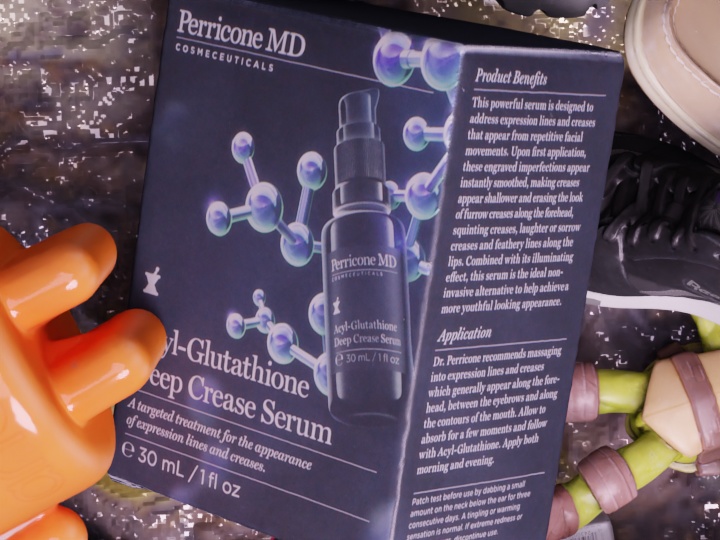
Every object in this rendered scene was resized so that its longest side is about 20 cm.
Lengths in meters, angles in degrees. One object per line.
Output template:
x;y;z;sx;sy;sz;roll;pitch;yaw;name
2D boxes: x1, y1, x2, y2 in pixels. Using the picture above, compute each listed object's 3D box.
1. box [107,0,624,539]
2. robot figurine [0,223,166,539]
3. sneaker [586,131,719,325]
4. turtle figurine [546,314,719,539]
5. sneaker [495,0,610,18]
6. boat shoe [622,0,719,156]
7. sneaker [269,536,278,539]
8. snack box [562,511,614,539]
0.000;0.000;0.956;0.148;0.107;0.201;15;101;38;box
-0.173;0.054;0.932;0.200;0.117;0.144;-29;137;8;robot figurine
0.137;-0.020;0.958;0.199;0.088;0.076;21;73;14;sneaker
0.128;0.048;1.020;0.161;0.064;0.201;-14;84;-9;turtle figurine
0.009;-0.151;0.930;0.199;0.073;0.082;2;141;-11;sneaker
0.198;-0.066;0.977;0.200;0.065;0.072;26;69;-18;boat shoe
0.027;0.176;0.976;0.075;0.081;0.200;-43;66;-2;sneaker
0.013;0.155;1.057;0.199;0.024;0.072;-10;101;1;snack box
